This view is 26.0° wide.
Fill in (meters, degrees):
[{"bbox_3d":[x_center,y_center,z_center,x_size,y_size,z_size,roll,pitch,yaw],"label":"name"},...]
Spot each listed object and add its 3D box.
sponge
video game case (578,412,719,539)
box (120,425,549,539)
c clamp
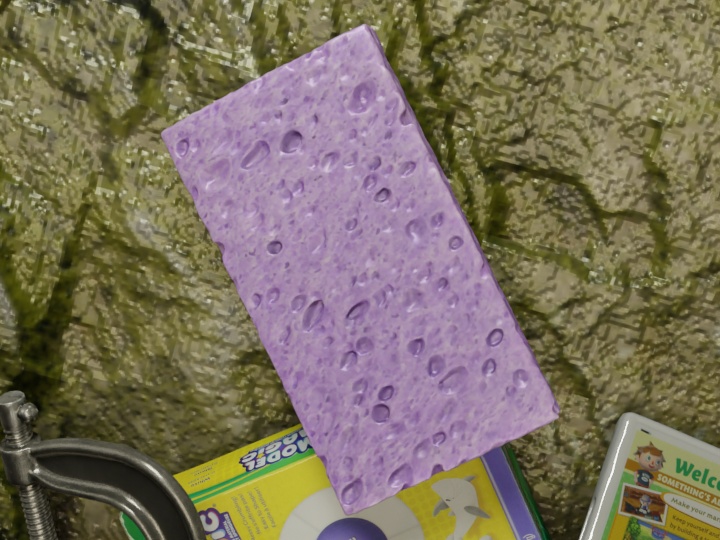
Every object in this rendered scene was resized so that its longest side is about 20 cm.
[{"bbox_3d":[0.000,0.000,0.724,0.111,0.030,0.202,-27,89,8],"label":"sponge"},{"bbox_3d":[0.191,0.191,0.765,0.198,0.022,0.184,22,73,-1],"label":"video game case"},{"bbox_3d":[-0.013,0.136,0.787,0.198,0.048,0.118,-23,107,9],"label":"box"},{"bbox_3d":[-0.137,0.150,0.784,0.169,0.027,0.202,-2,111,31],"label":"c clamp"}]
